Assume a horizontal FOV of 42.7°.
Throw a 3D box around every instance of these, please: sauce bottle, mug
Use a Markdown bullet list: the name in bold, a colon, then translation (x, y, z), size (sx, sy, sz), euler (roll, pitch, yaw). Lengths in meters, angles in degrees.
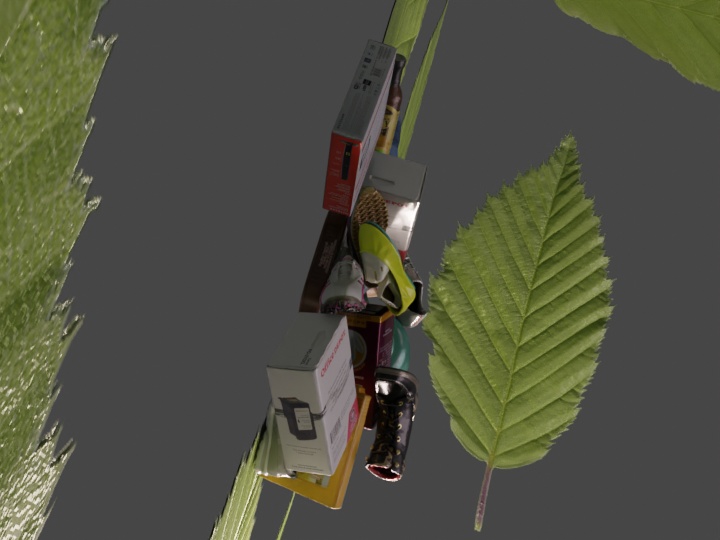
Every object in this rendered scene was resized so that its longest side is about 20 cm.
- **sauce bottle**: translation (0.039, -0.290, 1.655), size (0.065, 0.063, 0.203), euler (-67, 171, -60)
- **mug**: translation (0.009, 0.140, 1.754), size (0.152, 0.185, 0.115), euler (-44, 166, -9)

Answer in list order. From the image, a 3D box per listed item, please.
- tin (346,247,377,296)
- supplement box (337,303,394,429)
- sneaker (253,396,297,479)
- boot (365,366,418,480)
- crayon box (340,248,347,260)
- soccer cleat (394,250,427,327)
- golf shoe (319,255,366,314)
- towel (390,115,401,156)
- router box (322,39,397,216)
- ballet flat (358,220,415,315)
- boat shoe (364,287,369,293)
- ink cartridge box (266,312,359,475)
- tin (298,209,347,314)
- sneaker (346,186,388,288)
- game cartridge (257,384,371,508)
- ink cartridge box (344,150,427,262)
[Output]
- **tin**: translation (0.010, -0.038, 1.835), size (0.113, 0.041, 0.202), euler (-82, 160, -50)
- **supplement box**: translation (-0.008, 0.162, 1.617), size (0.085, 0.108, 0.204), euler (-24, 120, -68)
- **sneaker**: translation (-0.115, 0.252, 1.525), size (0.075, 0.080, 0.203), euler (-64, 170, -69)
- **boot**: translation (0.050, 0.258, 1.549), size (0.201, 0.072, 0.153), euler (75, 26, -63)
- **crayon box**: translation (-0.055, 0.078, 1.881), size (0.201, 0.057, 0.175), euler (-69, 174, -51)
- **soccer cleat**: translation (0.083, 0.008, 1.780), size (0.085, 0.067, 0.204), euler (-30, -110, 60)
- **golf shoe**: translation (-0.030, 0.023, 1.479), size (0.200, 0.071, 0.094), euler (-34, 120, -87)
- **towel**: translation (0.045, -0.219, 1.784), size (0.111, 0.048, 0.204), euler (17, 78, -72)
- **router box**: translation (-0.002, -0.217, 1.419), size (0.181, 0.048, 0.202), euler (102, 6, -56)
- **ballet flat**: translation (0.040, 0.005, 1.526), size (0.068, 0.066, 0.201), euler (-57, 142, -23)
- **boat shoe**: translation (0.000, 0.000, 1.725), size (0.200, 0.062, 0.072), euler (-44, 167, -21)
- **ink cartridge box**: translation (-0.069, 0.186, 1.414), size (0.145, 0.083, 0.203), euler (-61, 149, -54)
- **tin**: translation (-0.059, -0.014, 1.567), size (0.112, 0.041, 0.204), euler (110, -3, -78)
- **sneaker**: translation (0.003, -0.068, 1.566), size (0.090, 0.074, 0.203), euler (-125, -157, -47)
- **game cartridge**: translation (-0.080, 0.277, 1.563), size (0.032, 0.174, 0.204), euler (18, 86, -56)
- **ink cartridge box**: translation (0.032, -0.116, 1.635), size (0.201, 0.144, 0.084), euler (102, 4, -58)
